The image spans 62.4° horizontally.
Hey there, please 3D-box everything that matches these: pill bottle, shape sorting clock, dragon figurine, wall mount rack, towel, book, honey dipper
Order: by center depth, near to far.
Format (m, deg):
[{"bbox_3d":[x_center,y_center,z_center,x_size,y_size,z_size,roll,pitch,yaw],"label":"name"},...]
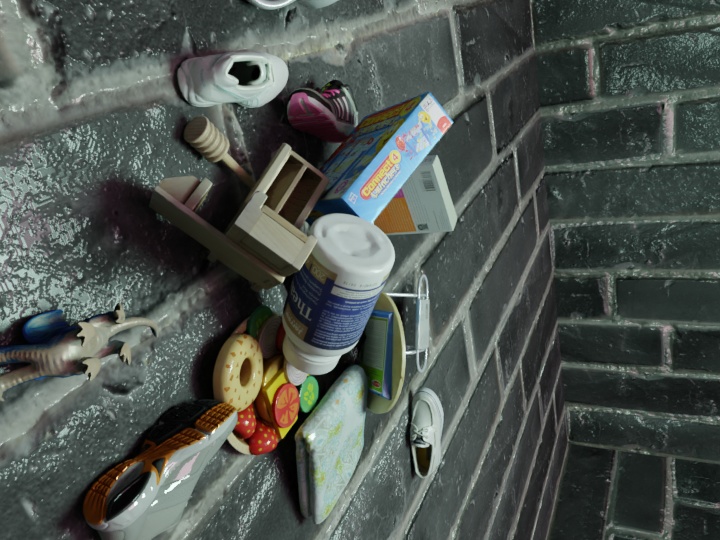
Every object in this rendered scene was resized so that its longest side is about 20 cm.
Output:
[{"bbox_3d":[-0.270,0.068,0.548,0.200,0.098,0.060,-53,137,-75],"label":"dragon figurine"},{"bbox_3d":[-0.038,0.037,0.763,0.111,0.110,0.202,-46,163,-52],"label":"pill bottle"},{"bbox_3d":[-0.156,-0.129,0.787,0.200,0.037,0.039,44,52,-55],"label":"honey dipper"},{"bbox_3d":[-0.042,0.275,0.946,0.171,0.047,0.203,-49,146,-51],"label":"towel"},{"bbox_3d":[0.029,0.136,0.996,0.039,0.199,0.204,6,83,-23],"label":"shape sorting clock"},{"bbox_3d":[0.050,-0.122,0.998,0.048,0.197,0.135,-63,142,-38],"label":"book"},{"bbox_3d":[0.089,0.108,1.212,0.173,0.073,0.204,6,85,-65],"label":"wall mount rack"}]

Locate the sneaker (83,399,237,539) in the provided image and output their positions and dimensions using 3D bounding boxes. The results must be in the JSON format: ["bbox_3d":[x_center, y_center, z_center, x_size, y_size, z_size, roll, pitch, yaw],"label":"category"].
[{"bbox_3d":[-0.210,0.228,0.663,0.200,0.075,0.093,-40,132,-46],"label":"sneaker"}]

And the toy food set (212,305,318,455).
[{"bbox_3d":[-0.129,0.151,0.824,0.198,0.048,0.203,-48,131,-51],"label":"toy food set"}]

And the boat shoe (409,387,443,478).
[{"bbox_3d":[0.139,0.361,1.309,0.070,0.070,0.203,-31,124,-60],"label":"boat shoe"}]

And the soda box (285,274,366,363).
[{"bbox_3d":[-0.055,0.052,0.937,0.064,0.070,0.202,-60,140,-47],"label":"soda box"}]

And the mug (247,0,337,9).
[{"bbox_3d":[-0.094,-0.446,0.807,0.200,0.147,0.176,-43,133,-11],"label":"mug"}]

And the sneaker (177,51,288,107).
[{"bbox_3d":[-0.141,-0.248,0.770,0.200,0.079,0.072,-39,122,-57],"label":"sneaker"}]

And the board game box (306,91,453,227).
[{"bbox_3d":[0.009,-0.152,0.859,0.056,0.199,0.197,44,74,-22],"label":"board game box"}]

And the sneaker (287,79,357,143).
[{"bbox_3d":[-0.056,-0.261,0.936,0.199,0.073,0.089,4,87,-66],"label":"sneaker"}]

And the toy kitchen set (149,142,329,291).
[{"bbox_3d":[-0.122,-0.100,0.686,0.162,0.200,0.182,35,71,-15],"label":"toy kitchen set"}]
